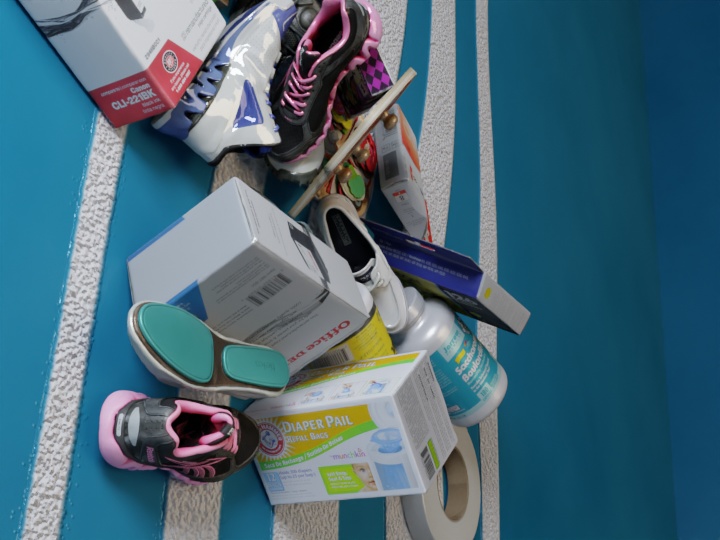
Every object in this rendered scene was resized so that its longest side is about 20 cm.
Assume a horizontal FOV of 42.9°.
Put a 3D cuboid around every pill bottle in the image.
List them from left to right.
[{"bbox_3d":[-0.003,0.128,1.096,0.203,0.109,0.112,66,32,-23],"label":"pill bottle"},{"bbox_3d":[0.110,0.116,1.277,0.200,0.110,0.112,47,41,-23],"label":"pill bottle"}]

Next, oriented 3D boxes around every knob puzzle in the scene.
[{"bbox_3d":[0.011,-0.157,1.074,0.030,0.220,0.220,41,37,-3],"label":"knob puzzle"}]

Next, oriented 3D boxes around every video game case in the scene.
[{"bbox_3d":[-0.029,-0.296,1.122,0.203,0.035,0.181,65,-8,-5],"label":"video game case"}]

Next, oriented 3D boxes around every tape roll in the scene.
[{"bbox_3d":[0.119,0.308,1.327,0.202,0.036,0.208,26,60,-54],"label":"tape roll"}]

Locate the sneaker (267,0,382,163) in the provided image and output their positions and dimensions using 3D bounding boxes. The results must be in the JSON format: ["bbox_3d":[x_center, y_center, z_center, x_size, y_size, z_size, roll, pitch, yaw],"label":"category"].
[{"bbox_3d":[-0.055,-0.211,0.993,0.203,0.078,0.095,-60,166,10],"label":"sneaker"}]

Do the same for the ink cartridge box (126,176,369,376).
[{"bbox_3d":[-0.106,0.020,0.899,0.199,0.144,0.085,36,25,-50],"label":"ink cartridge box"}]

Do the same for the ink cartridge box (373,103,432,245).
[{"bbox_3d":[0.082,-0.116,1.336,0.201,0.049,0.165,50,25,-42],"label":"ink cartridge box"}]

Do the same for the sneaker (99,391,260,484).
[{"bbox_3d":[-0.143,0.153,0.845,0.199,0.094,0.081,22,60,-58],"label":"sneaker"}]

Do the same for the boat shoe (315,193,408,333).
[{"bbox_3d":[0.000,0.000,1.162,0.202,0.073,0.065,57,6,-14],"label":"boat shoe"}]

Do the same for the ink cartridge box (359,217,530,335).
[{"bbox_3d":[0.109,0.011,1.249,0.199,0.195,0.048,34,81,-49],"label":"ink cartridge box"}]

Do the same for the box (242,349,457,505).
[{"bbox_3d":[-0.015,0.169,0.973,0.101,0.196,0.115,-40,113,-57],"label":"box"}]

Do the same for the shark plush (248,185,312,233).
[{"bbox_3d":[-0.073,-0.037,1.076,0.198,0.091,0.084,17,36,-52],"label":"shark plush"}]

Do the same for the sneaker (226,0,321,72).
[{"bbox_3d":[-0.104,-0.256,1.040,0.076,0.112,0.203,49,44,-39],"label":"sneaker"}]

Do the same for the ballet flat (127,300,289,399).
[{"bbox_3d":[-0.148,0.085,0.840,0.199,0.068,0.071,27,58,-48],"label":"ballet flat"}]

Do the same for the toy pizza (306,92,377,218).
[{"bbox_3d":[-0.026,-0.166,1.227,0.199,0.031,0.205,27,58,-55],"label":"toy pizza"}]

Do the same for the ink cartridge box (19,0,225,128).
[{"bbox_3d":[-0.229,-0.262,0.848,0.201,0.082,0.146,56,38,-35],"label":"ink cartridge box"}]

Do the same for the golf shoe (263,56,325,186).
[{"bbox_3d":[-0.071,-0.194,1.085,0.089,0.075,0.204,106,-9,-54],"label":"golf shoe"}]

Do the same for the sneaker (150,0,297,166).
[{"bbox_3d":[-0.122,-0.185,0.965,0.115,0.080,0.201,45,65,-25],"label":"sneaker"}]

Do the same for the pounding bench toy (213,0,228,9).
[{"bbox_3d":[-0.130,-0.357,0.980,0.124,0.153,0.205,30,56,-53],"label":"pounding bench toy"}]
